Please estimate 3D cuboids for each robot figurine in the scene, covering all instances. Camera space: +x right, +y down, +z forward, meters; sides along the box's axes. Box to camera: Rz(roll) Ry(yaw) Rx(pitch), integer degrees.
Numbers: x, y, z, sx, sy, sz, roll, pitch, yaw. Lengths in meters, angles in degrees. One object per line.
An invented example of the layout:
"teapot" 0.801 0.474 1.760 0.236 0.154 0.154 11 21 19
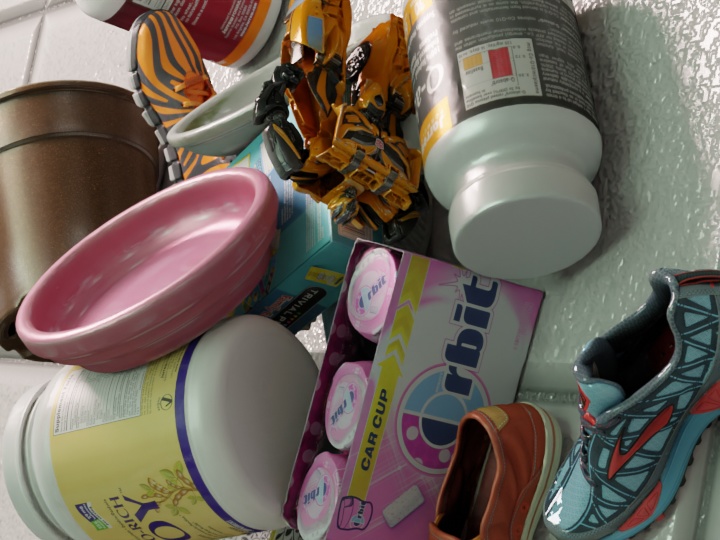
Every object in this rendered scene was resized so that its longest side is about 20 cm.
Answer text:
"robot figurine" -0.004 -0.113 1.267 0.058 0.145 0.200 -37 37 36

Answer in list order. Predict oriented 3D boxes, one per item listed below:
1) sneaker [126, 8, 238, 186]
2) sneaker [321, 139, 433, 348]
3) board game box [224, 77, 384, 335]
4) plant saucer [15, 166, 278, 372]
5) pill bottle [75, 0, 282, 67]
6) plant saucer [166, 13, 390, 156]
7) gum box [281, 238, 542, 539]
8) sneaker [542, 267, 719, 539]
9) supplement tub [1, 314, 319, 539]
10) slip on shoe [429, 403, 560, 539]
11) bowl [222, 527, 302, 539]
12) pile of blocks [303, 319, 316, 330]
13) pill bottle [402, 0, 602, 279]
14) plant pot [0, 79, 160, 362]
"sneaker" -0.120 -0.126 1.576 0.112 0.077 0.201 -3 112 50
"sneaker" 0.000 0.000 1.366 0.082 0.074 0.201 -20 59 50
"board game box" -0.060 -0.027 1.358 0.200 0.047 0.151 -40 40 42
"plant saucer" -0.138 0.005 1.292 0.200 0.051 0.201 -26 22 11
"pill bottle" -0.175 -0.257 1.636 0.113 0.200 0.113 -36 45 47
"plant saucer" -0.052 -0.131 1.460 0.200 0.200 0.050 -10 112 56
"gum box" 0.032 0.092 1.234 0.066 0.113 0.201 14 89 59
"sneaker" 0.148 0.072 1.074 0.200 0.095 0.079 -59 34 24
"supplement tub" -0.134 0.118 1.306 0.200 0.145 0.146 -15 62 33
"slip on shoe" 0.067 0.177 1.177 0.074 0.061 0.201 19 94 56
"bowl" -0.108 0.195 1.408 0.200 0.094 0.201 -20 54 30
"pile of blocks" -0.047 -0.027 1.478 0.082 0.062 0.200 -23 47 13
"pill bottle" 0.093 -0.103 1.222 0.116 0.116 0.201 -41 44 42
"plant pot" -0.265 -0.035 1.711 0.200 0.200 0.199 -38 54 44
